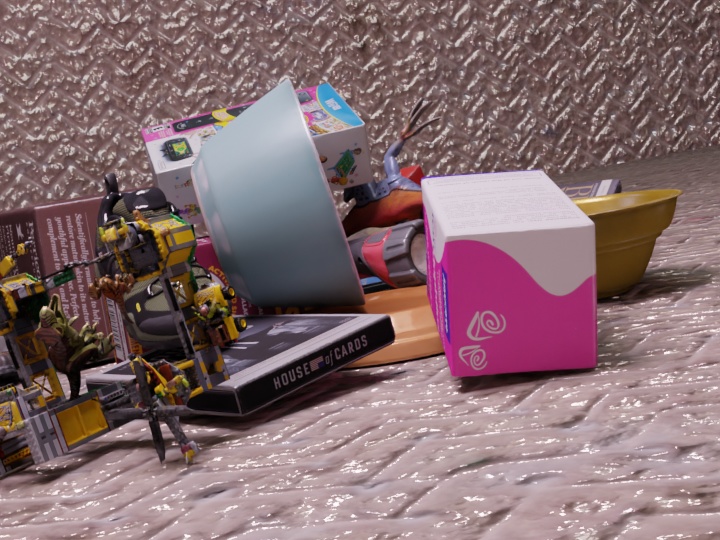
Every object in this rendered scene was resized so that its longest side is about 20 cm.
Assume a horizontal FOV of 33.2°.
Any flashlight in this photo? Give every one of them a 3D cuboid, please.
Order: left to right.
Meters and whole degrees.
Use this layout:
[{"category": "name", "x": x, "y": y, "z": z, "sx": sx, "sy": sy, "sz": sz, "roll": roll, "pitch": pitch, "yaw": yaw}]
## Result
[{"category": "flashlight", "x": 0.000, "y": 0.000, "z": 1.182, "sx": 0.068, "sy": 0.068, "sz": 0.200, "roll": 10, "pitch": -17, "yaw": -39}]

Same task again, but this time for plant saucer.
[{"category": "plant saucer", "x": 0.025, "y": 0.044, "z": 1.033, "sx": 0.199, "sy": 0.038, "sz": 0.200, "roll": -9, "pitch": 6, "yaw": 1}]

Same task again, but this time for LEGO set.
[{"category": "LEGO set", "x": -0.185, "y": 0.051, "z": 0.761, "sx": 0.199, "sy": 0.155, "sz": 0.116, "roll": -11, "pitch": 5, "yaw": 25}]

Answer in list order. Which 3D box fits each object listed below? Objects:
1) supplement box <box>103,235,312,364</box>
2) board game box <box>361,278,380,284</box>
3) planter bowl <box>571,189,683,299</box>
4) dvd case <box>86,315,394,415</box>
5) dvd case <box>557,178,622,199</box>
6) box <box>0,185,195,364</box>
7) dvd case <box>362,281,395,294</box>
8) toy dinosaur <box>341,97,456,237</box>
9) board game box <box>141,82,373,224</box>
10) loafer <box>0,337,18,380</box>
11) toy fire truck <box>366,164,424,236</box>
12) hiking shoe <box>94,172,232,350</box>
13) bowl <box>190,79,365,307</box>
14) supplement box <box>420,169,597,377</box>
[{"category": "supplement box", "x": -0.133, "y": 0.023, "z": 1.125, "sx": 0.199, "sy": 0.111, "sz": 0.086, "roll": -12, "pitch": 7, "yaw": -22}, {"category": "board game box", "x": 0.061, "y": -0.014, "z": 1.533, "sx": 0.199, "sy": 0.037, "sz": 0.151, "roll": -12, "pitch": 6, "yaw": -16}, {"category": "planter bowl", "x": 0.200, "y": -0.018, "z": 1.108, "sx": 0.199, "sy": 0.084, "sz": 0.200, "roll": -10, "pitch": 5, "yaw": 1}, {"category": "dvd case", "x": -0.094, "y": 0.068, "z": 0.911, "sx": 0.150, "sy": 0.025, "sz": 0.199, "roll": -24, "pitch": 14, "yaw": -40}, {"category": "dvd case", "x": 0.166, "y": -0.048, "z": 1.280, "sx": 0.199, "sy": 0.016, "sz": 0.149, "roll": -4, "pitch": 30, "yaw": 26}, {"category": "box", "x": -0.281, "y": 0.003, "z": 1.290, "sx": 0.164, "sy": 0.167, "sz": 0.200, "roll": -12, "pitch": 5, "yaw": -29}, {"category": "dvd case", "x": 0.094, "y": 0.015, "z": 1.260, "sx": 0.199, "sy": 0.025, "sz": 0.150, "roll": -11, "pitch": 6, "yaw": -19}, {"category": "toy dinosaur", "x": 0.045, "y": -0.059, "z": 1.170, "sx": 0.105, "sy": 0.200, "sz": 0.182, "roll": 30, "pitch": 9, "yaw": -22}, {"category": "board game box", "x": -0.104, "y": -0.114, "z": 1.173, "sx": 0.199, "sy": 0.065, "sz": 0.148, "roll": -14, "pitch": 27, "yaw": -10}, {"category": "loafer", "x": -0.382, "y": 0.075, "z": 1.224, "sx": 0.072, "sy": 0.073, "sz": 0.200, "roll": -11, "pitch": 6, "yaw": -20}, {"category": "toy fire truck", "x": 0.057, "y": -0.050, "z": 1.284, "sx": 0.141, "sy": 0.049, "sz": 0.200, "roll": -6, "pitch": 29, "yaw": 38}, {"category": "hiking shoe", "x": -0.166, "y": -0.009, "z": 0.951, "sx": 0.075, "sy": 0.101, "sz": 0.200, "roll": -21, "pitch": 31, "yaw": -28}, {"category": "bowl", "x": -0.075, "y": -0.049, "z": 1.017, "sx": 0.105, "sy": 0.202, "sz": 0.201, "roll": -20, "pitch": 6, "yaw": -1}, {"category": "supplement box", "x": 0.102, "y": -0.005, "z": 0.873, "sx": 0.103, "sy": 0.102, "sz": 0.200, "roll": -4, "pitch": 14, "yaw": -2}]
